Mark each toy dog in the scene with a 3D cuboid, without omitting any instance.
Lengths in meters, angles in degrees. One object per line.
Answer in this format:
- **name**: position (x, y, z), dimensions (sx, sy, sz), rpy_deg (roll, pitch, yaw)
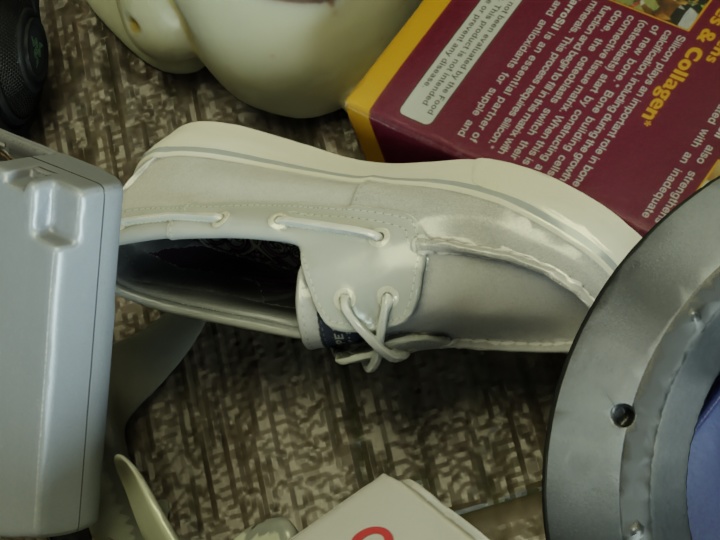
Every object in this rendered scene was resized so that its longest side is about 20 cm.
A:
- **toy dog**: position (-0.054, -0.150, 0.977), dimensions (0.139, 0.200, 0.194), rpy_deg (-22, 53, 2)

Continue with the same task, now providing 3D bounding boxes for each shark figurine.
- **shark figurine**: position (-0.044, 0.094, 0.903), dimensions (0.089, 0.128, 0.214), rpy_deg (0, 21, -21)

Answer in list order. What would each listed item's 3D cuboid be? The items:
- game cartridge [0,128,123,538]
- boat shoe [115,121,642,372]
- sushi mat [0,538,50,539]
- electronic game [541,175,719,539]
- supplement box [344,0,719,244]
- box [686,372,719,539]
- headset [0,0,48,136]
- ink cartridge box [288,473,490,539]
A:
- **game cartridge**: position (-0.153, 0.010, 0.924), dimensions (0.042, 0.133, 0.200), rpy_deg (-15, 27, -42)
- **boat shoe**: position (0.000, 0.000, 0.901), dimensions (0.200, 0.072, 0.069), rpy_deg (17, 50, 26)
- **sushi mat**: position (-0.164, 0.092, 0.962), dimensions (0.096, 0.012, 0.200), rpy_deg (-34, 55, -6)
- **electronic game**: position (0.149, 0.060, 0.765), dimensions (0.200, 0.042, 0.200), rpy_deg (0, 89, -3)
- **supplement box**: position (0.111, -0.037, 0.923), dimensions (0.200, 0.086, 0.110), rpy_deg (25, 68, 29)
- **box**: position (0.143, 0.059, 0.815), dimensions (0.200, 0.121, 0.032), rpy_deg (-52, 24, -6)
- **headset**: position (-0.173, -0.072, 1.024), dimensions (0.123, 0.094, 0.200), rpy_deg (-27, 57, -2)
- **ink cartridge box**: position (-0.019, 0.164, 0.728), dimensions (0.200, 0.084, 0.145), rpy_deg (-34, 40, -17)
